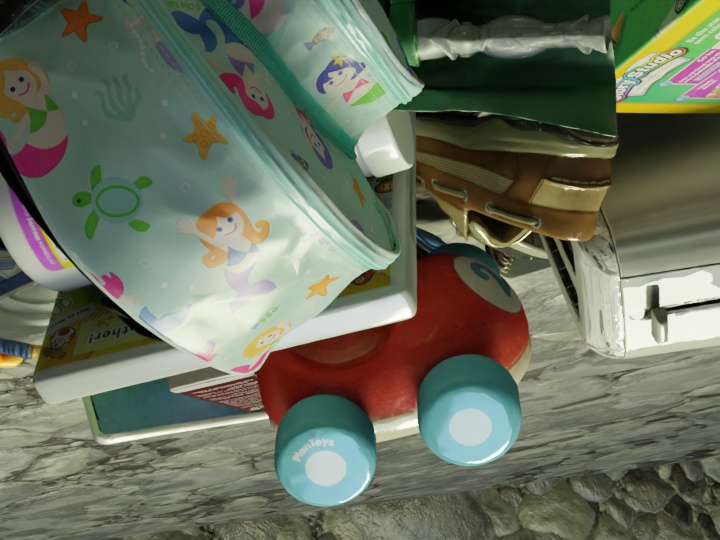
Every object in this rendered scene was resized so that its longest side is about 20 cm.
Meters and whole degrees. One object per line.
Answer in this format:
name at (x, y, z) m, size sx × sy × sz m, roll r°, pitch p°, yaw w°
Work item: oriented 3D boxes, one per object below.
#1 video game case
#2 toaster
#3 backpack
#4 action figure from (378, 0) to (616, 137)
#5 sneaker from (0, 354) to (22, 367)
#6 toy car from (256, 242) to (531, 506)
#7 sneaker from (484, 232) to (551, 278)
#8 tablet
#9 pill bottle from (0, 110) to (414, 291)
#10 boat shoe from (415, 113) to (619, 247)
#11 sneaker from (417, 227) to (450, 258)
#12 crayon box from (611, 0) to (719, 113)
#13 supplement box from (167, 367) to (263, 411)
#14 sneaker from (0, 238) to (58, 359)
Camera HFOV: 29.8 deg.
video game case at (-0.066, -0.020, 0.719) m, size 0.198 × 0.183 × 0.023 m, roll -14°, pitch 129°, yaw 13°
toaster at (0.176, -0.038, 0.802) m, size 0.128 × 0.201 × 0.114 m, roll -13°, pitch 132°, yaw -1°
backpack at (-0.065, -0.068, 0.481) m, size 0.150 × 0.201 × 0.177 m, roll -33°, pitch 159°, yaw 7°
action figure at (0.007, -0.110, 0.580) m, size 0.197 × 0.120 × 0.055 m, roll -4°, pitch 174°, yaw 15°
sneaker at (-0.188, 0.004, 0.879) m, size 0.199 × 0.078 × 0.078 m, roll -25°, pitch 157°, yaw 38°
toy car at (0.000, 0.000, 0.823) m, size 0.175 × 0.202 × 0.185 m, roll -16°, pitch -155°, yaw 9°
sneaker at (0.108, -0.028, 0.959) m, size 0.106 × 0.076 × 0.199 m, roll -23°, pitch 161°, yaw 40°
tablet at (-0.130, 0.080, 1.100) m, size 0.198 × 0.131 × 0.014 m, roll -6°, pitch 133°, yaw -22°
pill bottle at (-0.077, -0.061, 0.669) m, size 0.198 × 0.106 × 0.104 m, roll -14°, pitch 164°, yaw 13°
boat shoe at (0.070, -0.051, 0.763) m, size 0.075 × 0.075 × 0.200 m, roll 0°, pitch -175°, yaw -23°
sneaker at (0.014, 0.007, 0.964) m, size 0.198 × 0.084 × 0.071 m, roll 22°, pitch 153°, yaw -25°
crayon box at (0.188, -0.140, 0.643) m, size 0.117 × 0.059 × 0.200 m, roll -2°, pitch 163°, yaw -25°
supplement box at (-0.090, 0.038, 0.975) m, size 0.060 × 0.110 × 0.200 m, roll -13°, pitch 168°, yaw 8°
sneaker at (-0.248, -0.005, 0.836) m, size 0.198 × 0.089 × 0.075 m, roll 9°, pitch -174°, yaw 17°
